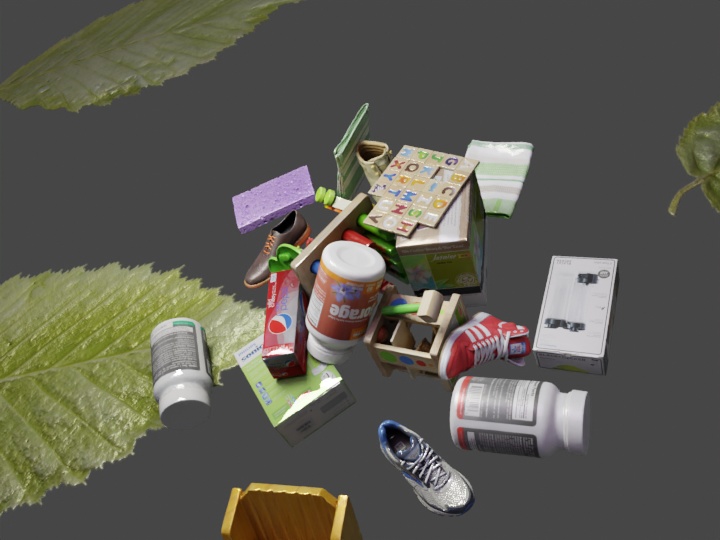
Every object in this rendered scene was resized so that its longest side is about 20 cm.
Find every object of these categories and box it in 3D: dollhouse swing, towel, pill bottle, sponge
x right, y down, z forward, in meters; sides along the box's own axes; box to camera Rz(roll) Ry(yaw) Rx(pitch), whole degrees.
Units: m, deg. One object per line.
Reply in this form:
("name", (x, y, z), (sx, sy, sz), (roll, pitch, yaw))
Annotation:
("dollhouse swing", (-0.117, 0.449, 1.059), (0.199, 0.183, 0.176), (-2, 32, 21))
("towel", (0.273, -0.196, 1.506), (0.148, 0.031, 0.201), (6, 56, 28))
("pill bottle", (-0.032, 0.059, 1.239), (0.112, 0.201, 0.112), (12, 31, -7))
("pill bottle", (-0.349, 0.200, 1.393), (0.113, 0.113, 0.201), (-23, 46, 4))
("pill bottle", (0.248, 0.229, 1.108), (0.199, 0.116, 0.116), (1, 53, 24))
("towel", (-0.016, -0.241, 1.557), (0.023, 0.200, 0.153), (20, 61, 14))
("sponge", (-0.204, -0.169, 1.691), (0.199, 0.030, 0.112), (-23, 47, 3))

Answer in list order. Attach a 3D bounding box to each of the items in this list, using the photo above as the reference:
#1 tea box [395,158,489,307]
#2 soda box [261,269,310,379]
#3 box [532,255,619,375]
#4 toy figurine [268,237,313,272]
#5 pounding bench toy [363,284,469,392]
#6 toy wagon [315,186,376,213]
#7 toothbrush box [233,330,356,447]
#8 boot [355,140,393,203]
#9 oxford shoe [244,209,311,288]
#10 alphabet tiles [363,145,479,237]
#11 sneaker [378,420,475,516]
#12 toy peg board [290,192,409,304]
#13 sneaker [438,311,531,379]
("tea box", (0.159, -0.064, 1.333), (0.133, 0.197, 0.201), (-6, 51, 19))
("soda box", (-0.133, 0.094, 1.301), (0.063, 0.070, 0.201), (-10, 46, 11))
("box", (0.371, 0.074, 1.220), (0.116, 0.060, 0.201), (3, 54, 25))
("toy figurine", (-0.071, -0.037, 1.485), (0.184, 0.151, 0.200), (-38, 22, -28))
("pounding bench toy", (0.086, 0.094, 1.232), (0.155, 0.200, 0.125), (9, 57, 28))
("toy wagon", (-0.004, -0.125, 1.464), (0.040, 0.154, 0.200), (-71, 20, 5))
("toothbrush box", (-0.123, 0.197, 1.316), (0.145, 0.086, 0.200), (-35, 48, -7))
("boot", (0.072, -0.181, 1.494), (0.073, 0.156, 0.200), (-37, 48, -10))
("oxford shoe", (-0.192, -0.049, 1.557), (0.071, 0.073, 0.200), (21, 64, 34))
("alphabet tiles", (0.096, -0.145, 1.287), (0.167, 0.008, 0.200), (19, 60, 34))
("sneaker", (0.094, 0.309, 1.129), (0.077, 0.085, 0.200), (-45, 50, -15))
("toy peg board", (0.000, 0.000, 1.346), (0.098, 0.200, 0.199), (29, 68, 38))
("sneaker", (0.214, 0.134, 1.191), (0.112, 0.072, 0.200), (16, 30, 29))
